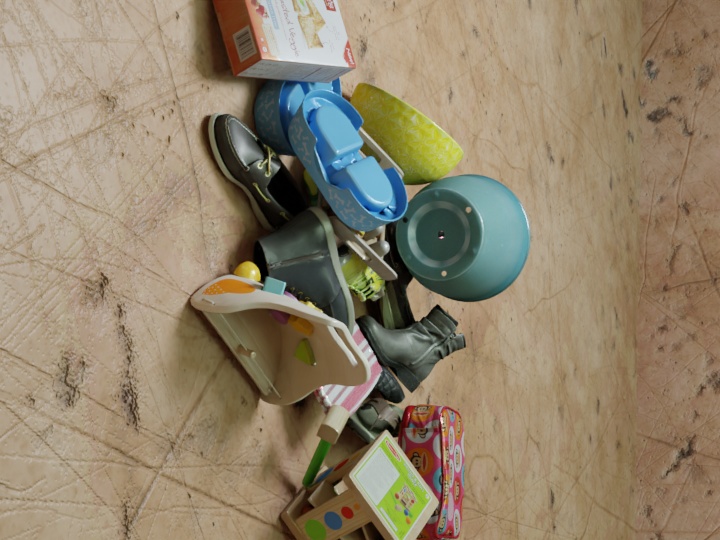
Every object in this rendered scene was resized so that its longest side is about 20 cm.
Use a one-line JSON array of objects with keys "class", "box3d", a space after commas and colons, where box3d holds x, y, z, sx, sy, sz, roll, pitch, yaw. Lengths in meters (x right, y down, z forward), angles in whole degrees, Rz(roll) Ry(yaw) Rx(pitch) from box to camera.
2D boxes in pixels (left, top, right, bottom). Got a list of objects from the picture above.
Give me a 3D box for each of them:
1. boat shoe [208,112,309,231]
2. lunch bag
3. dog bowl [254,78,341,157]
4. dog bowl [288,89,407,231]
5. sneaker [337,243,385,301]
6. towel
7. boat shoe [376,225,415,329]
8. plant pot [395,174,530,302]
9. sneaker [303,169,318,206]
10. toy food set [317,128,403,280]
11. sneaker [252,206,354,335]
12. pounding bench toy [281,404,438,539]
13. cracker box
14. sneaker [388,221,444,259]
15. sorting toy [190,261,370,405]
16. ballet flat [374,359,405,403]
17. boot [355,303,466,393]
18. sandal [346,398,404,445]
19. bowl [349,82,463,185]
[{"class": "boat shoe", "box3d": [-0.127, -0.130, 1.417, 0.202, 0.060, 0.072, 57, 39, -44]}, {"class": "lunch bag", "box3d": [0.116, 0.309, 1.674, 0.176, 0.081, 0.203, 34, 57, -65]}, {"class": "dog bowl", "box3d": [-0.088, -0.235, 1.526, 0.112, 0.049, 0.201, 68, 31, -32]}, {"class": "dog bowl", "box3d": [-0.020, -0.140, 1.437, 0.201, 0.049, 0.111, 57, 39, 3]}, {"class": "sneaker", "box3d": [0.000, 0.000, 1.586, 0.077, 0.075, 0.200, 60, 13, 11]}, {"class": "towel", "box3d": [-0.052, 0.102, 1.525, 0.201, 0.030, 0.146, 60, 35, -10]}, {"class": "boat shoe", "box3d": [0.052, 0.010, 1.732, 0.073, 0.064, 0.202, -112, -168, -67]}, {"class": "plant pot", "box3d": [0.140, -0.051, 1.649, 0.188, 0.198, 0.203, 0, 86, -70]}, {"class": "sneaker", "box3d": [-0.019, -0.099, 1.624, 0.199, 0.073, 0.085, 15, 70, -52]}, {"class": "toy food set", "box3d": [0.010, -0.102, 1.530, 0.143, 0.060, 0.202, 42, 37, -36]}, {"class": "sneaker", "box3d": [-0.078, 0.023, 1.455, 0.105, 0.075, 0.202, -26, 117, -23]}, {"class": "pounding bench toy", "box3d": [-0.028, 0.294, 1.475, 0.201, 0.155, 0.124, 54, 33, -3]}, {"class": "cracker box", "box3d": [-0.100, -0.323, 1.439, 0.199, 0.057, 0.135, -9, 80, -54]}, {"class": "sneaker", "box3d": [0.101, -0.063, 1.829, 0.200, 0.094, 0.080, -41, 124, -56]}, {"class": "sorting toy", "box3d": [-0.077, 0.080, 1.340, 0.107, 0.179, 0.201, -55, 137, -26]}, {"class": "ballet flat", "box3d": [0.013, 0.165, 1.685, 0.057, 0.066, 0.200, -46, 144, 2]}, {"class": "boot", "box3d": [0.079, 0.095, 1.708, 0.130, 0.068, 0.200, -43, 135, -1]}, {"class": "sandal", "box3d": [0.029, 0.219, 1.654, 0.058, 0.080, 0.201, -54, 167, 15]}, {"class": "bowl", "box3d": [0.049, -0.187, 1.683, 0.108, 0.199, 0.200, -56, 146, -3]}]
